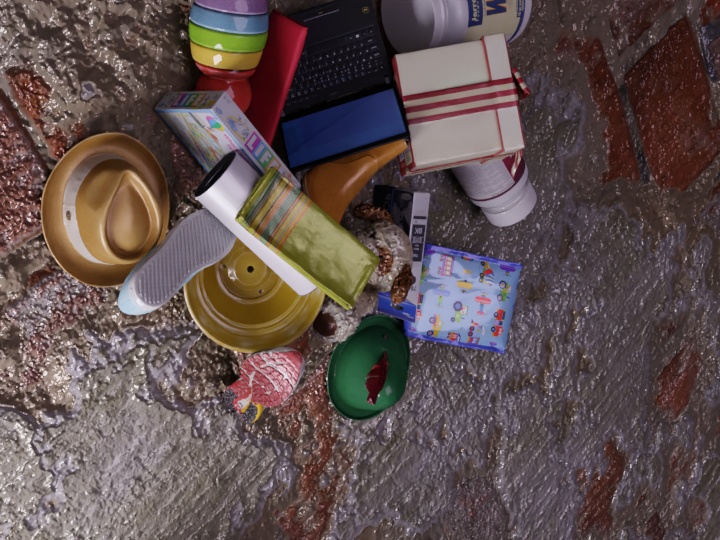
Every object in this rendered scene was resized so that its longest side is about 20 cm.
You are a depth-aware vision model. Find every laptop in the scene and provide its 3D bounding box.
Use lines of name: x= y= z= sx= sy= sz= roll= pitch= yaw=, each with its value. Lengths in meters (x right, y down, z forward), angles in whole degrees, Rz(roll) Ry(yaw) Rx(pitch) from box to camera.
laptop: x=-0.043 y=-0.259 z=1.636 sx=0.175 sy=0.103 sz=0.203 roll=-16 pitch=101 yaw=3

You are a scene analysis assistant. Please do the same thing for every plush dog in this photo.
plush dog: x=0.000 y=0.000 z=1.754 sx=0.170 sy=0.202 sz=0.160 roll=-28 pitch=157 yaw=13

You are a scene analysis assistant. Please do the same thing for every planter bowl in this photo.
planter bowl: x=-0.150 y=0.006 z=1.672 sx=0.197 sy=0.083 sz=0.204 roll=-2 pitch=103 yaw=-10

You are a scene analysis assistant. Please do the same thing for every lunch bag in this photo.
lunch bag: x=0.152 y=0.043 z=1.950 sx=0.198 sy=0.094 sz=0.153 roll=11 pitch=91 yaw=-36

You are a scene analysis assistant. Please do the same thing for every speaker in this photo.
speaker: x=-0.122 y=-0.061 z=1.571 sx=0.200 sy=0.081 sz=0.082 roll=43 pitch=72 yaw=-20

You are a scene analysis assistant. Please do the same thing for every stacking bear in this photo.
stacking bear: x=-0.176 y=-0.298 z=1.589 sx=0.114 sy=0.120 sz=0.203 roll=-43 pitch=145 yaw=-64

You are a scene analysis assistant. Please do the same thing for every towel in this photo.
towel: x=-0.064 y=-0.040 z=1.547 sx=0.199 sy=0.018 sz=0.087 roll=39 pitch=74 yaw=-21

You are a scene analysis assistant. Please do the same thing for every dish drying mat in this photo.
dish drying mat: x=-0.125 y=-0.246 z=1.627 sx=0.018 sy=0.077 sz=0.202 roll=0 pitch=117 yaw=-46

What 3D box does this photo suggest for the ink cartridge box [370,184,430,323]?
ink cartridge box: x=0.053 y=-0.026 z=1.843 sx=0.039 sy=0.099 sz=0.203 roll=-1 pitch=99 yaw=-38

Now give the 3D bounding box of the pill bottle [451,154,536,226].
pill bottle: x=0.203 y=-0.173 z=1.928 sx=0.110 sy=0.109 sz=0.201 roll=-50 pitch=126 yaw=-19

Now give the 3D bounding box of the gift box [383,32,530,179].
gift box: x=0.144 y=-0.221 z=1.736 sx=0.184 sy=0.185 sz=0.203 roll=-12 pitch=95 yaw=-5

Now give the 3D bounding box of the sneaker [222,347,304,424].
sneaker: x=-0.127 y=0.146 z=1.689 sx=0.082 sy=0.200 sz=0.078 roll=-39 pitch=91 yaw=-34

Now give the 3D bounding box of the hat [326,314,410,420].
hat: x=0.057 y=0.176 z=1.838 sx=0.200 sy=0.175 sz=0.167 roll=-40 pitch=122 yaw=-26

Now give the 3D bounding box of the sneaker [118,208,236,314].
sneaker: x=-0.243 y=-0.013 z=1.548 sx=0.200 sy=0.081 sz=0.074 roll=-42 pitch=103 yaw=-42

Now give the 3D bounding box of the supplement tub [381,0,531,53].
supplement tub: x=0.144 y=-0.398 z=1.806 sx=0.198 sy=0.144 sz=0.147 roll=-19 pitch=112 yaw=-35

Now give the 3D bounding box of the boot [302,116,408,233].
boot: x=-0.002 y=-0.141 z=1.628 sx=0.142 sy=0.203 sz=0.071 roll=-23 pitch=128 yaw=16

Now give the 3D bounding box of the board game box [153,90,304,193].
board game box: x=-0.171 y=-0.156 z=1.604 sx=0.034 sy=0.133 sz=0.200 roll=-55 pitch=128 yaw=-22

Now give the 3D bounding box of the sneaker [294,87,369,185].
sneaker: x=-0.030 y=-0.179 z=1.748 sx=0.075 sy=0.087 sz=0.203 roll=21 pitch=88 yaw=-42

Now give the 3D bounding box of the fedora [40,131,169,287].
fedora: x=-0.311 y=-0.074 z=1.539 sx=0.199 sy=0.081 sz=0.204 roll=-10 pitch=105 yaw=-38
